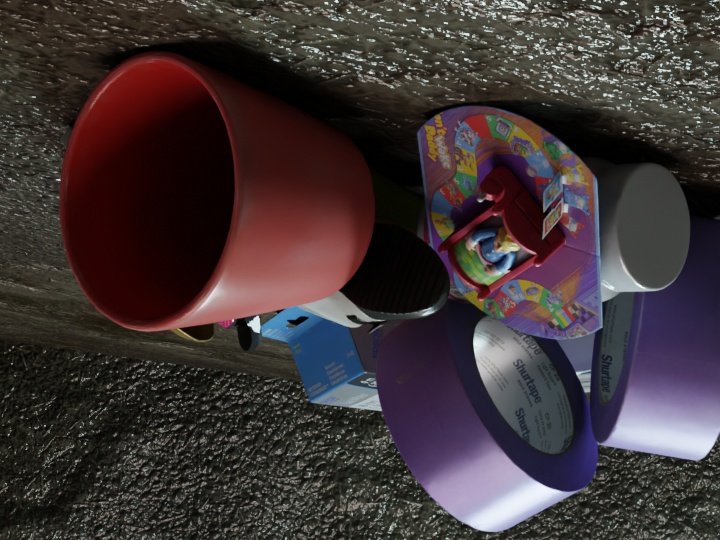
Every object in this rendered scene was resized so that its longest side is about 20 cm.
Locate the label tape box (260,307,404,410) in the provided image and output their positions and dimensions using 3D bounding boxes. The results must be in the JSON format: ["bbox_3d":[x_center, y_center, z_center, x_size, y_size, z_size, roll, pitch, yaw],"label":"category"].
[{"bbox_3d":[0.008,0.087,1.446,0.198,0.064,0.144,9,161,-21],"label":"label tape box"}]

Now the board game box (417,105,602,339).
[{"bbox_3d":[0.100,-0.024,1.120,0.157,0.039,0.201,21,135,34],"label":"board game box"}]

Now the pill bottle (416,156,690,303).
[{"bbox_3d":[0.150,-0.031,1.195,0.113,0.114,0.199,18,167,-42],"label":"pill bottle"}]

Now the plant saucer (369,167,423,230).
[{"bbox_3d":[-0.055,-0.051,1.354,0.199,0.048,0.199,-6,155,42],"label":"plant saucer"}]

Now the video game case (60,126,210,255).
[{"bbox_3d":[-0.181,-0.055,1.292,0.143,0.017,0.200,37,-177,-26],"label":"video game case"}]

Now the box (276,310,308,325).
[{"bbox_3d":[-0.049,0.007,1.560,0.199,0.049,0.160,22,-159,-52],"label":"box"}]

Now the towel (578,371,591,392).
[{"bbox_3d":[0.290,0.071,1.549,0.146,0.024,0.200,-9,-160,48],"label":"towel"}]

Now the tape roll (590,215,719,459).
[{"bbox_3d":[0.255,0.052,1.274,0.084,0.202,0.200,10,170,-1],"label":"tape roll"}]

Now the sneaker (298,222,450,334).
[{"bbox_3d":[0.006,0.010,1.224,0.199,0.075,0.088,11,159,43],"label":"sneaker"}]

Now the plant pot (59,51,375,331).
[{"bbox_3d":[-0.097,-0.050,1.135,0.199,0.202,0.177,0,176,41],"label":"plant pot"}]

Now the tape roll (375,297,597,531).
[{"bbox_3d":[0.110,0.115,1.301,0.085,0.201,0.199,-35,145,31],"label":"tape roll"}]

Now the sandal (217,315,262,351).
[{"bbox_3d":[-0.119,0.017,1.395,0.045,0.076,0.200,-14,157,-8],"label":"sandal"}]

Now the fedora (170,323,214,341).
[{"bbox_3d":[-0.184,-0.028,1.470,0.082,0.201,0.200,-36,158,10],"label":"fedora"}]

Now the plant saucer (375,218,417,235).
[{"bbox_3d":[0.000,0.000,1.346,0.199,0.033,0.200,10,161,3],"label":"plant saucer"}]

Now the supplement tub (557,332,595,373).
[{"bbox_3d":[0.156,0.043,1.520,0.143,0.146,0.200,14,169,-28],"label":"supplement tub"}]
